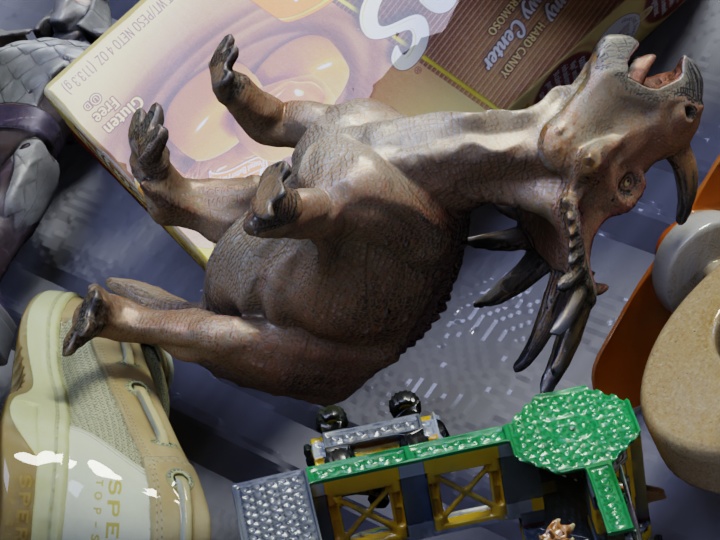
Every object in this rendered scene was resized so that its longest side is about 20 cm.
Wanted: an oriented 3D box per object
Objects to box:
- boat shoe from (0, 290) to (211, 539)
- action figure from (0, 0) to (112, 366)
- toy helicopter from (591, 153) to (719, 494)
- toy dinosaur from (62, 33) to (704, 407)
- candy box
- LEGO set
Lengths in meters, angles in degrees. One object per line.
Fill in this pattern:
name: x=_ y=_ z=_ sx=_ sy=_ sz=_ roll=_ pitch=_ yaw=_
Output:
boat shoe: x=-0.079 y=0.053 z=0.818 sx=0.063 sy=0.073 sz=0.201 roll=5 pitch=8 yaw=-5
action figure: x=-0.130 y=-0.037 z=0.956 sx=0.130 sy=0.069 sz=0.200 roll=-5 pitch=50 yaw=36
toy helicopter: x=0.146 y=-0.012 z=0.770 sx=0.132 sy=0.079 sz=0.200 roll=3 pitch=46 yaw=45
toy dinosaur: x=0.000 y=0.000 z=0.778 sx=0.200 sy=0.136 sz=0.086 roll=-36 pitch=38 yaw=44
candy box: x=0.008 y=-0.081 z=0.877 sx=0.200 sy=0.055 sz=0.115 roll=-42 pitch=75 yaw=-5
LEGO set: x=0.034 y=0.134 z=0.704 sx=0.154 sy=0.116 sz=0.200 roll=-16 pitch=35 yaw=-9
